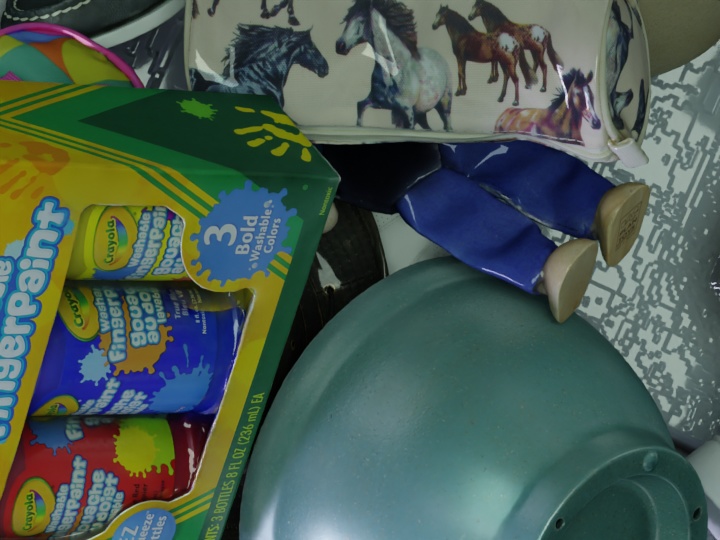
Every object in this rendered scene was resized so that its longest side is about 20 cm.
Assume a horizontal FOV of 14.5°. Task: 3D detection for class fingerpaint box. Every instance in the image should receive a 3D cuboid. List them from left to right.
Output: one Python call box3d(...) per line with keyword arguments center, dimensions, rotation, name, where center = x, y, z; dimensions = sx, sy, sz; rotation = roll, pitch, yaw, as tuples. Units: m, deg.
box3d(center=(-0.119, 0.028, 1.145), dimensions=(0.167, 0.073, 0.200), rotation=(2, 120, -32), name="fingerpaint box")

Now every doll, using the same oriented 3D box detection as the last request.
box3d(center=(0.029, -0.058, 1.255), dimensions=(0.200, 0.049, 0.136), rotation=(31, 57, 21), name="doll")

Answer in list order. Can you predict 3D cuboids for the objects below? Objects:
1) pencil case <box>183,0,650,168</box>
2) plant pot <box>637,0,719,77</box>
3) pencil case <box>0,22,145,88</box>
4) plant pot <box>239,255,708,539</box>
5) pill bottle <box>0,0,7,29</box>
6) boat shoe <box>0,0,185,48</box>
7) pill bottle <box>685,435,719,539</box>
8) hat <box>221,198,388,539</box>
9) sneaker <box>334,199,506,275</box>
box3d(center=(0.025, -0.085, 1.193), dimensions=(0.200, 0.078, 0.090), rotation=(3, 81, 16), name="pencil case")
box3d(center=(0.110, -0.165, 1.282), dimensions=(0.200, 0.200, 0.135), rotation=(-24, 125, -5), name="plant pot")
box3d(center=(-0.152, -0.008, 1.223), dimensions=(0.088, 0.088, 0.200), rotation=(16, 124, -5), name="pencil case")
box3d(center=(0.065, 0.109, 1.237), dimensions=(0.200, 0.134, 0.201), rotation=(-20, 121, -36), name="plant pot")
box3d(center=(-0.196, -0.147, 1.273), dimensions=(0.113, 0.113, 0.200), rotation=(26, 87, -5), name="pill bottle")
box3d(center=(-0.090, -0.158, 1.269), dimensions=(0.200, 0.076, 0.060), rotation=(-41, 130, -38), name="boat shoe")
box3d(center=(0.249, 0.063, 1.315), dimensions=(0.200, 0.112, 0.112), rotation=(-38, 93, -4), name="pill bottle")
box3d(center=(-0.079, 0.029, 1.270), dimensions=(0.200, 0.081, 0.201), rotation=(3, 98, 22), name="hat")
box3d(center=(0.000, 0.000, 1.320), dimensions=(0.115, 0.074, 0.200), rotation=(17, 88, 5), name="sneaker")
